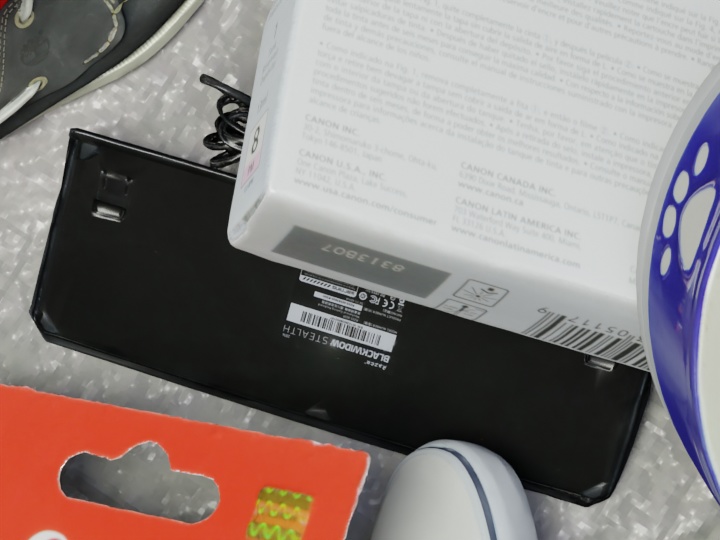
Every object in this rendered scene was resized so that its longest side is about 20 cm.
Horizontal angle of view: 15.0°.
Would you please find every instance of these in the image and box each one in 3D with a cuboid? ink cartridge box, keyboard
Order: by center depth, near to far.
[{"bbox_3d":[-0.101,0.124,0.775,0.162,0.050,0.200,8,71,35],"label":"ink cartridge box"},{"bbox_3d":[0.055,-0.080,0.845,0.162,0.057,0.200,16,62,-15],"label":"ink cartridge box"},{"bbox_3d":[0.000,0.000,0.880,0.200,0.040,0.104,17,113,2],"label":"keyboard"}]

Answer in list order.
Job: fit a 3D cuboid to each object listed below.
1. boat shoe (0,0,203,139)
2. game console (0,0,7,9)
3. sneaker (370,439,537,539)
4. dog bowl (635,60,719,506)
[{"bbox_3d":[-0.107,-0.086,0.865,0.200,0.068,0.072,-39,86,0],"label":"boat shoe"},{"bbox_3d":[-0.190,-0.116,0.848,0.200,0.031,0.177,39,89,29],"label":"game console"},{"bbox_3d":[0.003,0.147,0.833,0.071,0.073,0.200,19,79,-40],"label":"sneaker"},{"bbox_3d":[0.182,0.009,0.765,0.200,0.079,0.200,-1,107,-4],"label":"dog bowl"}]
